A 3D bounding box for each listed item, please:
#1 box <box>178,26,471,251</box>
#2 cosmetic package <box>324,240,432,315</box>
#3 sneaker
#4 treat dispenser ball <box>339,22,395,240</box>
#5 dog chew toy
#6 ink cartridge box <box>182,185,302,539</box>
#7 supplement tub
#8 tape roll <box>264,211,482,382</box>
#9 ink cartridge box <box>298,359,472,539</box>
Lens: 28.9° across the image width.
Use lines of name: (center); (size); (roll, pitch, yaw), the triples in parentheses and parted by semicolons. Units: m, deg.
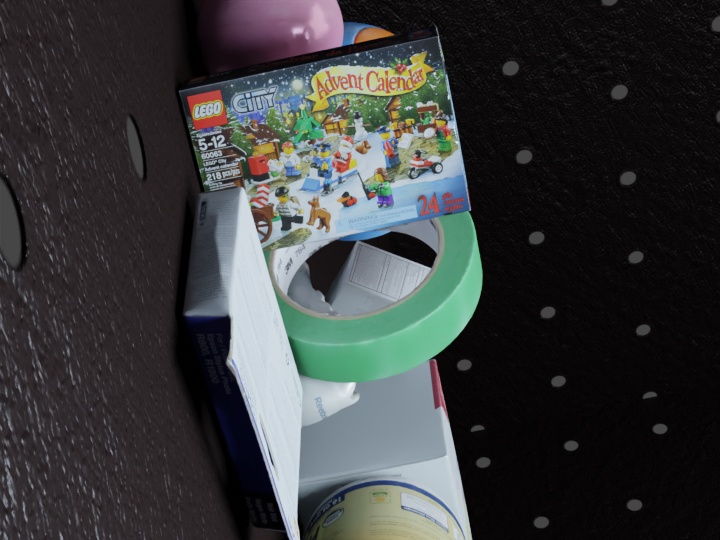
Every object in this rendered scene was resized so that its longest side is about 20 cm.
box: (-0.025, -0.095, 1.061); (0.038, 0.198, 0.138); (-89, 167, -69)
cosmetic package: (0.003, 0.048, 1.293); (0.200, 0.082, 0.051); (122, -12, -60)
sneaker: (-0.043, 0.061, 1.193); (0.201, 0.086, 0.075); (-98, 173, -49)
treat dispenser ball: (-0.013, -0.129, 1.308); (0.201, 0.198, 0.203); (-11, 90, -86)
dog chew toy: (-0.072, -0.148, 1.163); (0.125, 0.123, 0.203); (-47, 134, -84)
ink cartridge box: (-0.079, 0.077, 0.973); (0.201, 0.040, 0.201); (-94, 172, -56)
supplement tub: (0.018, 0.265, 1.095); (0.200, 0.143, 0.146); (-87, 165, -73)
tape roll: (0.000, 0.000, 1.152); (0.048, 0.198, 0.202); (74, 6, -45)
ink cartridge box: (0.023, 0.214, 1.286); (0.146, 0.143, 0.202); (-95, 173, -58)
